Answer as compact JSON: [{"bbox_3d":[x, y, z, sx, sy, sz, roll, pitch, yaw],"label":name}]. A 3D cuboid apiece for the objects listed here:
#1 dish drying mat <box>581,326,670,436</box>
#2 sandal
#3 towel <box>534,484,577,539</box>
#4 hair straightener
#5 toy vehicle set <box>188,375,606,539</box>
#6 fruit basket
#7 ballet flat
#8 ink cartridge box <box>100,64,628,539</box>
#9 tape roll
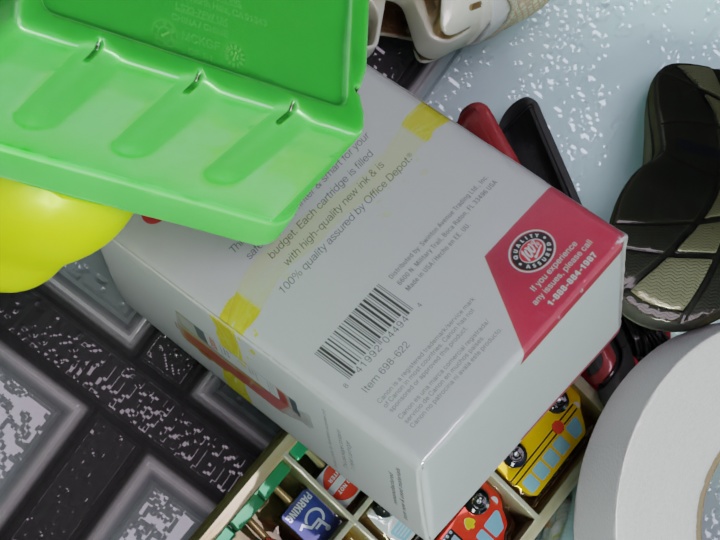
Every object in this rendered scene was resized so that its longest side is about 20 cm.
[{"bbox_3d":[0.062,0.056,1.027,0.198,0.018,0.078,4,77,-18],"label":"dish drying mat"},{"bbox_3d":[0.166,-0.031,1.038,0.079,0.058,0.201,22,39,2],"label":"sandal"},{"bbox_3d":[0.126,0.228,0.988,0.171,0.048,0.201,33,69,-10],"label":"towel"},{"bbox_3d":[0.121,-0.002,1.029,0.077,0.041,0.201,-12,63,-40],"label":"hair straightener"},{"bbox_3d":[0.021,0.103,0.981,0.124,0.026,0.200,43,71,-7],"label":"toy vehicle set"},{"bbox_3d":[-0.116,-0.081,0.864,0.214,0.216,0.157,8,71,-15],"label":"fruit basket"},{"bbox_3d":[0.014,-0.130,1.026,0.198,0.068,0.063,1,62,-22],"label":"ballet flat"},{"bbox_3d":[0.000,0.000,0.943,0.199,0.084,0.145,36,69,23],"label":"ink cartridge box"},{"bbox_3d":[0.191,0.123,0.973,0.201,0.037,0.205,3,83,-29],"label":"tape roll"}]
